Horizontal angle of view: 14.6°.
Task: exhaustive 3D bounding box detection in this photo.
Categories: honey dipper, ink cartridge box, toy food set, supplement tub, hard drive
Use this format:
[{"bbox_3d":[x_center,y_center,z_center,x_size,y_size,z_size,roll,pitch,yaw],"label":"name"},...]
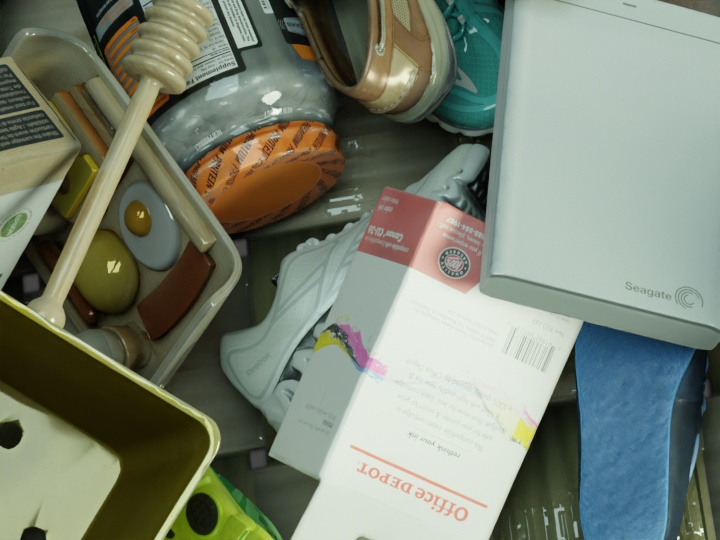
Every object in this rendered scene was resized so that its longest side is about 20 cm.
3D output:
[{"bbox_3d":[-0.132,-0.054,1.496,0.038,0.038,0.201,19,76,14],"label":"honey dipper"},{"bbox_3d":[-0.263,-0.010,1.523,0.075,0.164,0.200,48,129,20],"label":"ink cartridge box"},{"bbox_3d":[0.031,0.071,1.510,0.116,0.067,0.201,26,86,-28],"label":"ink cartridge box"},{"bbox_3d":[-0.158,-0.018,1.565,0.060,0.144,0.200,-19,65,-43],"label":"toy food set"},{"bbox_3d":[-0.088,-0.130,1.600,0.122,0.123,0.201,-23,72,2],"label":"supplement tub"},{"bbox_3d":[0.135,-0.063,1.509,0.131,0.027,0.201,14,58,-11],"label":"hard drive"}]

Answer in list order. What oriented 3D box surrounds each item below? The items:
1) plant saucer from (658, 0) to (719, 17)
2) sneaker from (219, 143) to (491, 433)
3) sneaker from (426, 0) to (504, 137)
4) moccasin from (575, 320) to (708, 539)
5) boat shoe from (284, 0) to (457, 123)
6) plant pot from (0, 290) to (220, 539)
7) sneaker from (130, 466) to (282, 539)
[{"bbox_3d":[0.189,-0.151,1.609,0.199,0.035,0.201,-3,72,8],"label":"plant saucer"},{"bbox_3d":[0.000,0.000,1.577,0.081,0.075,0.200,36,79,29],"label":"sneaker"},{"bbox_3d":[0.036,-0.167,1.613,0.077,0.080,0.201,-25,72,0],"label":"sneaker"},{"bbox_3d":[0.149,0.073,1.531,0.080,0.068,0.201,7,73,19],"label":"moccasin"},{"bbox_3d":[-0.012,-0.174,1.562,0.076,0.072,0.201,-43,60,32],"label":"boat shoe"},{"bbox_3d":[-0.208,0.119,1.469,0.199,0.176,0.201,31,84,-2],"label":"plant pot"},{"bbox_3d":[-0.057,0.168,1.492,0.074,0.083,0.200,-46,37,9],"label":"sneaker"}]
